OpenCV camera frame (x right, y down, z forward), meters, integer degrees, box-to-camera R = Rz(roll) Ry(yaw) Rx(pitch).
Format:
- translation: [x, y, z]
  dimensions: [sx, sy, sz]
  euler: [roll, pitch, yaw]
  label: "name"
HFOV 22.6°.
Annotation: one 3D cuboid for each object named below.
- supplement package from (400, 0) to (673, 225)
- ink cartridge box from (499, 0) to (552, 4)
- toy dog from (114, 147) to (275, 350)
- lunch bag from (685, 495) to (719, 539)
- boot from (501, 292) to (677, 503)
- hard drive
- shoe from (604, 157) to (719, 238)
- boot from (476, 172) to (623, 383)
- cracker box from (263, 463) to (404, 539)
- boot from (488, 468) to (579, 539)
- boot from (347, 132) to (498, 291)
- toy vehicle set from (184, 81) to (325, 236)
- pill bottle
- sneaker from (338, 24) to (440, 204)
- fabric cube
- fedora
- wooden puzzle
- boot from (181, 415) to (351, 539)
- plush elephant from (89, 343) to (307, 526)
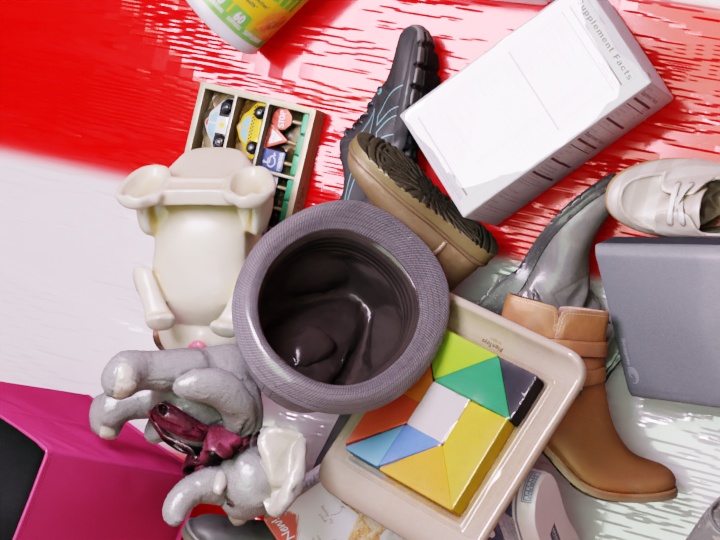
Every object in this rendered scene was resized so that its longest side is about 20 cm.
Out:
- translation: [0.157, -0.143, 1.580]
  dimensions: [0.199, 0.109, 0.114]
  euler: [-35, 77, 15]
  label: "supplement package"
- translation: [0.113, -0.351, 1.619]
  dimensions: [0.145, 0.083, 0.202]
  euler: [9, 90, 20]
  label: "ink cartridge box"
- translation: [-0.144, 0.001, 1.631]
  dimensions: [0.138, 0.194, 0.202]
  euler: [-3, 112, -4]
  label: "toy dog"
- translation: [0.336, 0.303, 1.489]
  dimensions: [0.199, 0.139, 0.169]
  euler: [37, 116, 18]
  label: "lunch bag"
- translation: [0.194, 0.111, 1.551]
  dimensions: [0.198, 0.077, 0.157]
  euler: [14, 90, -1]
  label: "boot"
- translation: [0.280, 0.042, 1.482]
  dimensions: [0.199, 0.033, 0.141]
  euler: [3, 111, 59]
  label: "hard drive"
- translation: [0.308, -0.060, 1.527]
  dimensions: [0.198, 0.053, 0.071]
  euler: [4, 89, 5]
  label: "shoe"
- translation: [0.196, 0.023, 1.594]
  dimensions: [0.131, 0.068, 0.200]
  euler: [42, 101, 4]
  label: "boot"
- translation: [0.031, 0.212, 1.594]
  dimensions: [0.199, 0.058, 0.134]
  euler: [-35, 99, 3]
  label: "cracker box"
- translation: [0.133, 0.237, 1.551]
  dimensions: [0.090, 0.073, 0.201]
  euler: [6, 134, 27]
  label: "boot"
- translation: [0.000, 0.000, 1.609]
  dimensions: [0.175, 0.066, 0.200]
  euler: [41, 113, -12]
  label: "boot"
- translation: [-0.115, -0.068, 1.718]
  dimensions: [0.123, 0.026, 0.202]
  euler: [14, 92, 19]
  label: "toy vehicle set"
- translation: [-0.070, -0.307, 1.667]
  dimensions: [0.200, 0.111, 0.111]
  euler: [-43, 75, 13]
  label: "pill bottle"
- translation: [0.020, -0.128, 1.648]
  dimensions: [0.079, 0.075, 0.202]
  euler: [12, 91, 22]
  label: "sneaker"
- translation: [-0.302, 0.224, 1.653]
  dimensions: [0.199, 0.199, 0.198]
  euler: [26, 97, 40]
  label: "fabric cube"
- translation: [-0.027, 0.046, 1.525]
  dimensions: [0.176, 0.090, 0.200]
  euler: [36, 55, 1]
  label: "fedora"
- translation: [0.070, 0.126, 1.500]
  dimensions: [0.184, 0.037, 0.201]
  euler: [25, 82, 41]
  label: "wooden puzzle"
- translation: [-0.045, 0.199, 1.643]
  dimensions: [0.181, 0.073, 0.201]
  euler: [25, 104, -11]
  label: "boot"
- translation: [-0.126, 0.152, 1.546]
  dimensions: [0.198, 0.165, 0.156]
  euler: [-9, 73, -24]
  label: "plush elephant"
